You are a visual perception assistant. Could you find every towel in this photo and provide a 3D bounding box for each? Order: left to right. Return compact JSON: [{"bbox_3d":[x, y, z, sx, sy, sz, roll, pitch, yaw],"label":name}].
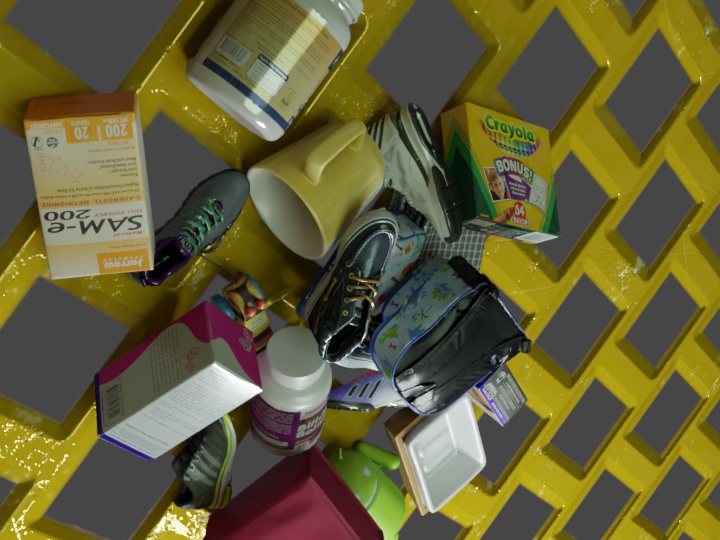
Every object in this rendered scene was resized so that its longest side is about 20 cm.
[{"bbox_3d":[0.114,-0.042,1.669,0.164,0.085,0.202,2,112,-39],"label":"towel"}]

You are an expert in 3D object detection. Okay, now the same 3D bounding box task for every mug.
[{"bbox_3d":[-0.038,-0.118,1.454,0.153,0.186,0.150,-41,114,-24],"label":"mug"}]

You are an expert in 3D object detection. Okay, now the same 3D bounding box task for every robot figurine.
[{"bbox_3d":[-0.002,0.367,1.774,0.200,0.115,0.177,51,51,-42],"label":"robot figurine"}]

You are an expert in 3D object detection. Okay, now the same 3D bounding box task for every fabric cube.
[{"bbox_3d":[-0.092,0.399,1.593,0.199,0.200,0.197,-36,96,2],"label":"fabric cube"}]

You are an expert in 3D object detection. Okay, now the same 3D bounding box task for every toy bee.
[{"bbox_3d":[-0.161,0.052,1.488,0.131,0.109,0.200,-50,133,-2],"label":"toy bee"}]

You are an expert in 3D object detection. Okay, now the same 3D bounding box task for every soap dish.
[{"bbox_3d":[0.125,0.290,1.850,0.157,0.081,0.201,-38,131,-23],"label":"soap dish"}]

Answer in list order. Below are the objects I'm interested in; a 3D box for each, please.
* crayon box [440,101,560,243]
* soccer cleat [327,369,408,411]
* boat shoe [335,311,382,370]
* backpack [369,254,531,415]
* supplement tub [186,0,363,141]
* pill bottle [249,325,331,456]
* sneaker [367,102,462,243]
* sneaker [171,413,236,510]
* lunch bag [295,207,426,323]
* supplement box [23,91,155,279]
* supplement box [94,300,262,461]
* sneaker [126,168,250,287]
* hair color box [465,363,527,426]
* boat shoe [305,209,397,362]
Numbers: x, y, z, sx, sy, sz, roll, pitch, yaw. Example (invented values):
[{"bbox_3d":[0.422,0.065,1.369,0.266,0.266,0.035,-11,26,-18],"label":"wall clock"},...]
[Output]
[{"bbox_3d":[0.211,-0.142,1.647,0.199,0.058,0.175,9,72,-43],"label":"crayon box"},{"bbox_3d":[0.023,0.183,1.742,0.198,0.068,0.074,-1,88,-32],"label":"soccer cleat"},{"bbox_3d":[0.012,0.096,1.666,0.199,0.071,0.092,16,109,-42],"label":"boat shoe"},{"bbox_3d":[0.112,0.095,1.589,0.200,0.147,0.183,-42,132,-3],"label":"backpack"},{"bbox_3d":[-0.101,-0.275,1.334,0.201,0.144,0.144,-53,133,-1],"label":"supplement tub"},{"bbox_3d":[-0.098,0.168,1.552,0.111,0.113,0.201,-26,151,-25],"label":"pill bottle"},{"bbox_3d":[0.065,-0.122,1.555,0.076,0.114,0.203,-25,94,-65],"label":"sneaker"},{"bbox_3d":[-0.227,0.264,1.576,0.080,0.074,0.202,-10,117,-30],"label":"sneaker"},{"bbox_3d":[0.000,0.000,1.553,0.160,0.076,0.201,-14,142,-57],"label":"lunch bag"},{"bbox_3d":[-0.311,-0.098,1.284,0.124,0.074,0.202,-6,119,-7],"label":"supplement box"},{"bbox_3d":[-0.237,0.145,1.426,0.199,0.102,0.103,-33,137,20],"label":"supplement box"},{"bbox_3d":[-0.208,-0.047,1.402,0.200,0.087,0.075,-45,116,-10],"label":"sneaker"},{"bbox_3d":[0.162,0.146,1.726,0.065,0.200,0.110,-44,133,-10],"label":"hair color box"},{"bbox_3d":[-0.002,0.024,1.419,0.070,0.091,0.201,14,123,-29],"label":"boat shoe"}]
